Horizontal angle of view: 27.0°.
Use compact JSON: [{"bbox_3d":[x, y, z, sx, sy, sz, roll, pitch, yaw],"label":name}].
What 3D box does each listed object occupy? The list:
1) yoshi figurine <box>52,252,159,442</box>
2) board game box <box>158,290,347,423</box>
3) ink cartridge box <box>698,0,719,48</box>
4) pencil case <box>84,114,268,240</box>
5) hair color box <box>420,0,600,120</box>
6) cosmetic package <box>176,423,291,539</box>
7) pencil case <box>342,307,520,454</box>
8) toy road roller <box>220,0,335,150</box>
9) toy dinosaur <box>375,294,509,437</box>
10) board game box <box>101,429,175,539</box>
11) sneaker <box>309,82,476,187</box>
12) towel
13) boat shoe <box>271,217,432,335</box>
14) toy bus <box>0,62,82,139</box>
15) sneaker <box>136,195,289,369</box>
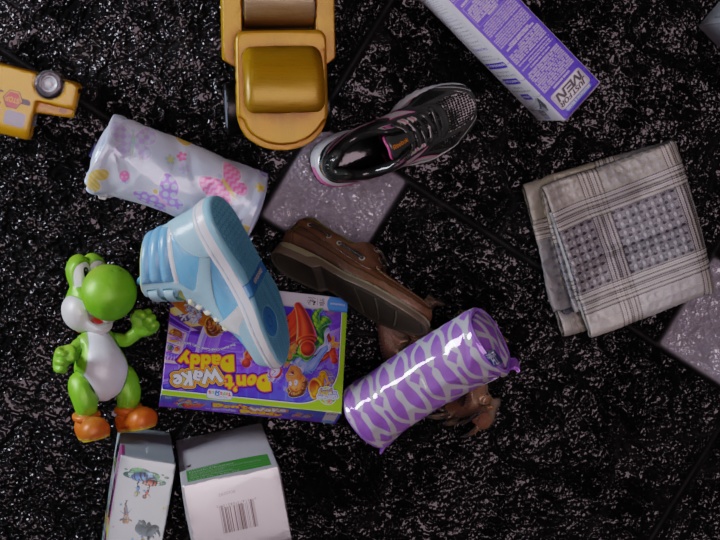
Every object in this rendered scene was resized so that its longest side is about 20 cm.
[{"bbox_3d":[-0.275,0.078,1.621,0.111,0.112,0.202,-10,89,12],"label":"yoshi figurine"},{"bbox_3d":[-0.117,0.090,1.659,0.198,0.045,0.136,6,68,-9],"label":"board game box"},{"bbox_3d":[0.513,-0.304,1.677,0.145,0.145,0.200,41,90,-10],"label":"ink cartridge box"},{"bbox_3d":[-0.200,-0.097,1.634,0.198,0.083,0.092,20,80,-10],"label":"pencil case"},{"bbox_3d":[0.163,-0.255,1.653,0.065,0.109,0.200,-45,101,-2],"label":"hair color box"},{"bbox_3d":[-0.141,0.236,1.623,0.107,0.200,0.086,-11,100,-9],"label":"cosmetic package"},{"bbox_3d":[0.074,0.118,1.627,0.199,0.084,0.086,-31,116,25],"label":"pencil case"},{"bbox_3d":[-0.084,-0.230,1.603,0.122,0.146,0.202,-2,97,-8],"label":"toy road roller"},{"bbox_3d":[0.082,0.108,1.701,0.198,0.086,0.137,22,100,-4],"label":"toy dinosaur"},{"bbox_3d":[-0.250,0.286,1.640,0.064,0.148,0.202,8,95,-10],"label":"board game box"},{"bbox_3d":[0.044,-0.142,1.662,0.199,0.086,0.081,-29,101,-4],"label":"sneaker"},{"bbox_3d":[0.299,-0.035,1.735,0.198,0.035,0.194,-17,99,-5],"label":"towel"},{"bbox_3d":[0.000,0.000,1.649,0.199,0.072,0.068,28,64,15],"label":"boat shoe"},{"bbox_3d":[-0.403,-0.193,1.605,0.198,0.065,0.079,14,95,-9],"label":"toy bus"},{"bbox_3d":[-0.165,0.027,1.616,0.130,0.080,0.201,-19,104,21],"label":"sneaker"}]
